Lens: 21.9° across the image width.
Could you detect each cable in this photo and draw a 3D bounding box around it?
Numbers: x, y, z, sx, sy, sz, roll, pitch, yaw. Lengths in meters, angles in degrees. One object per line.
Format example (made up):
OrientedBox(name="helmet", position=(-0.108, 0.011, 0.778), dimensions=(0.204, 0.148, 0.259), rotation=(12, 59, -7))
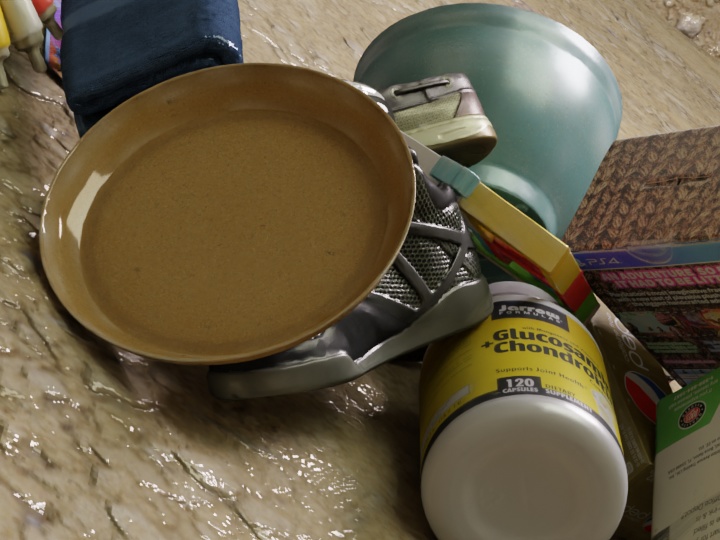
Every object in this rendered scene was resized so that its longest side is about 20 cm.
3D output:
OrientedBox(name="cable", position=(-0.234, -0.212, 1.109), dimensions=(0.097, 0.050, 0.200), rotation=(-55, 133, -50))

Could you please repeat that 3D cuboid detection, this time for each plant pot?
OrientedBox(name="plant pot", position=(0.082, -0.072, 1.326), dimensions=(0.200, 0.200, 0.134), rotation=(31, 48, -22))
OrientedBox(name="plant pot", position=(-0.068, -0.028, 0.973), dimensions=(0.200, 0.200, 0.028), rotation=(54, -14, 37))

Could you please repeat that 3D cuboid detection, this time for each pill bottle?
OrientedBox(name="pill bottle", position=(0.089, 0.082, 1.070), dimensions=(0.112, 0.112, 0.200), rotation=(34, 20, -13))

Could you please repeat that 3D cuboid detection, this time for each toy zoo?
OrientedBox(name="toy zoo", position=(0.079, -0.027, 1.139), dimensions=(0.131, 0.020, 0.200), rotation=(36, -2, 18))

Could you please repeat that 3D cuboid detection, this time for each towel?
OrientedBox(name="towel", position=(-0.125, -0.145, 1.118), dimensions=(0.200, 0.111, 0.049), rotation=(-104, 170, -59))

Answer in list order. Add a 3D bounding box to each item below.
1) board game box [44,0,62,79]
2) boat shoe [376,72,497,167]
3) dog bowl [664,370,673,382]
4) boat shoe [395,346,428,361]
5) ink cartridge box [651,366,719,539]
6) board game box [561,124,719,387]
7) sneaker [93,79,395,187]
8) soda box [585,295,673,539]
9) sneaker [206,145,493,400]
OrientedBox(name="board game box", position=(-0.138, -0.143, 1.270), dimensions=(0.158, 0.039, 0.200), rotation=(31, 21, -22))
OrientedBox(name="boat shoe", position=(-0.014, -0.084, 1.189), dimensions=(0.200, 0.072, 0.066), rotation=(-11, 67, -14))
OrientedBox(name="dog bowl", position=(0.198, 0.014, 1.478), dimensions=(0.200, 0.074, 0.200), rotation=(34, 20, -15))
OrientedBox(name="boat shoe", position=(0.000, 0.000, 1.153), dimensions=(0.200, 0.072, 0.076), rotation=(20, 26, -42))
OrientedBox(name="ink cartridge box", position=(0.246, 0.142, 1.070), dimensions=(0.084, 0.146, 0.200), rotation=(35, 43, -24))
OrientedBox(name="board game box", position=(0.255, 0.008, 1.186), dimensions=(0.159, 0.097, 0.200), rotation=(-4, -41, 51))
OrientedBox(name="sneaker", position=(-0.061, -0.049, 1.076), dimensions=(0.200, 0.074, 0.080), rotation=(-22, 66, -24))
OrientedBox(name="soda box", position=(0.161, 0.081, 1.233), dimensions=(0.068, 0.064, 0.200), rotation=(25, 32, -34))
OrientedBox(name="sneaker", position=(-0.014, 0.000, 1.008), dimensions=(0.199, 0.076, 0.115), rotation=(-24, 104, -38))
